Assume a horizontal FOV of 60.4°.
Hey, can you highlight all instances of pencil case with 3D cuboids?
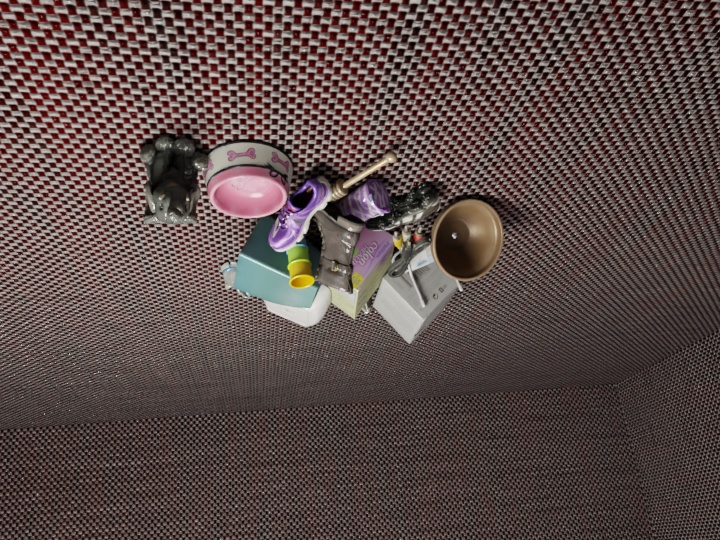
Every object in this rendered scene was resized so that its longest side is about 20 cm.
[{"bbox_3d":[-0.015,-0.137,1.445,0.198,0.087,0.084,-26,-173,42],"label":"pencil case"}]

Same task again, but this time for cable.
[{"bbox_3d":[0.118,-0.049,1.562,0.094,0.052,0.201,-8,155,-10],"label":"cable"}]

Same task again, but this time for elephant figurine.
[{"bbox_3d":[-0.368,-0.143,1.197,0.137,0.206,0.155,-13,156,15],"label":"elephant figurine"}]

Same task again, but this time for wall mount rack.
[{"bbox_3d":[0.188,-0.013,1.651,0.195,0.178,0.075,-21,-161,-8],"label":"wall mount rack"}]

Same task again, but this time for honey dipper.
[{"bbox_3d":[0.001,-0.204,1.341,0.197,0.039,0.038,-24,151,35],"label":"honey dipper"}]

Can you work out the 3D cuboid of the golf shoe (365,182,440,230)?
[{"bbox_3d":[0.104,-0.134,1.495,0.195,0.080,0.094,-18,154,25],"label":"golf shoe"}]

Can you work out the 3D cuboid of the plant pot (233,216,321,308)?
[{"bbox_3d":[-0.184,-0.007,1.497,0.195,0.143,0.143,25,141,-1],"label":"plant pot"}]

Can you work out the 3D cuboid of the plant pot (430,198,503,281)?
[{"bbox_3d":[0.256,-0.084,1.570,0.195,0.208,0.093,2,-169,-19],"label":"plant pot"}]

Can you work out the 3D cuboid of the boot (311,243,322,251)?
[{"bbox_3d":[-0.155,-0.005,1.668,0.194,0.078,0.169,14,154,5],"label":"boot"}]

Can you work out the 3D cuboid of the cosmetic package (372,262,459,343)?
[{"bbox_3d":[0.154,0.069,1.766,0.164,0.165,0.201,-41,166,-21],"label":"cosmetic package"}]

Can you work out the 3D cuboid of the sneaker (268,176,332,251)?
[{"bbox_3d":[-0.147,-0.128,1.351,0.201,0.081,0.083,-51,161,22],"label":"sneaker"}]

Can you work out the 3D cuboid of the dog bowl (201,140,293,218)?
[{"bbox_3d":[-0.236,-0.183,1.303,0.193,0.076,0.201,-6,156,-3],"label":"dog bowl"}]

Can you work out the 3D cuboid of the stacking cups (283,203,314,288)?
[{"bbox_3d":[-0.145,-0.061,1.431,0.059,0.205,0.061,-7,151,-4],"label":"stacking cups"}]

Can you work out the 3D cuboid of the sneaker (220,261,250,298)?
[{"bbox_3d":[-0.305,0.039,1.753,0.196,0.089,0.074,11,149,-37],"label":"sneaker"}]

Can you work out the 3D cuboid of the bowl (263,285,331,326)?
[{"bbox_3d":[-0.181,0.075,1.655,0.195,0.076,0.201,23,153,1],"label":"bowl"}]

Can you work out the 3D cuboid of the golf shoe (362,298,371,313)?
[{"bbox_3d":[-0.045,0.075,1.898,0.195,0.091,0.077,9,154,-28],"label":"golf shoe"}]

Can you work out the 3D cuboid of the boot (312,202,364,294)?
[{"bbox_3d":[-0.078,-0.055,1.410,0.068,0.198,0.179,-9,121,-49],"label":"boot"}]

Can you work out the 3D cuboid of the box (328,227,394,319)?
[{"bbox_3d":[0.000,0.000,1.616,0.095,0.177,0.201,33,159,11],"label":"box"}]
